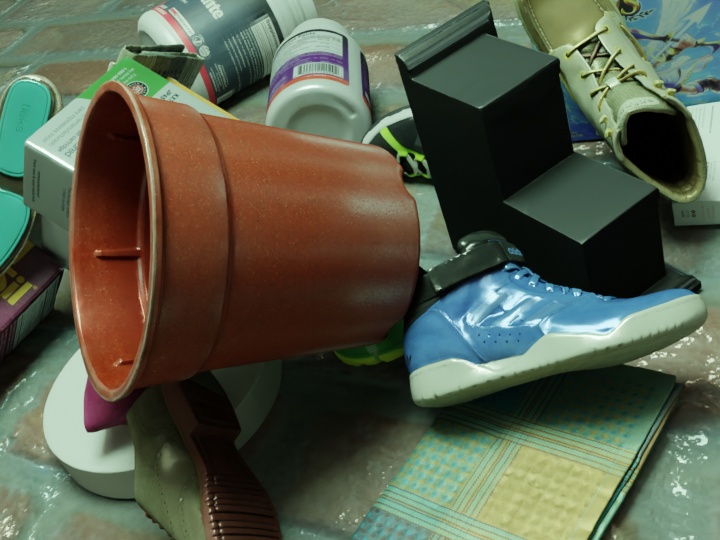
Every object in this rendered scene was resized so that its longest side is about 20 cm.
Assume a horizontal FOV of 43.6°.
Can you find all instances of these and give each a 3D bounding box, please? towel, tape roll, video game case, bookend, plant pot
[{"bbox_3d":[-0.246,-0.147,0.931,0.200,0.035,0.193,-57,-4,16],"label":"towel"},{"bbox_3d":[-0.164,0.096,0.749,0.202,0.037,0.203,-14,38,11],"label":"tape roll"},{"bbox_3d":[0.104,0.129,0.594,0.146,0.022,0.200,15,52,39],"label":"towel"},{"bbox_3d":[0.253,-0.205,0.795,0.200,0.182,0.045,-2,41,24],"label":"video game case"},{"bbox_3d":[0.140,-0.075,0.678,0.092,0.200,0.199,-34,38,-16],"label":"bookend"},{"bbox_3d":[-0.078,-0.018,0.616,0.195,0.201,0.201,0,27,-31],"label":"plant pot"}]

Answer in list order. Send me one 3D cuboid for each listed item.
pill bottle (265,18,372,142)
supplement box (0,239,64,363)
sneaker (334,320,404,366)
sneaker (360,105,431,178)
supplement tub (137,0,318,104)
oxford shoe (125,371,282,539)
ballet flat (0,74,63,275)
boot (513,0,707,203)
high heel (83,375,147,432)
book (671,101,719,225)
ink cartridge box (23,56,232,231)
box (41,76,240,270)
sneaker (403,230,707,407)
[{"bbox_3d":[-0.045,-0.199,0.990,0.111,0.112,0.200,-14,37,10],"label":"pill bottle"},{"bbox_3d":[-0.389,0.045,0.819,0.200,0.131,0.103,-55,5,-35],"label":"supplement box"},{"bbox_3d":[0.000,0.000,0.747,0.074,0.084,0.200,-15,39,8],"label":"sneaker"},{"bbox_3d":[0.086,-0.114,0.854,0.200,0.072,0.083,-12,55,25],"label":"sneaker"},{"bbox_3d":[-0.168,-0.304,1.152,0.200,0.141,0.140,-34,39,-16],"label":"supplement tub"},{"bbox_3d":[-0.109,0.161,0.612,0.075,0.070,0.200,-36,52,16],"label":"oxford shoe"},{"bbox_3d":[-0.312,-0.075,0.805,0.200,0.068,0.067,-66,10,0],"label":"ballet flat"},{"bbox_3d":[0.198,-0.153,0.712,0.072,0.200,0.155,-34,20,19],"label":"boot"},{"bbox_3d":[-0.214,0.056,0.741,0.096,0.067,0.200,-35,45,-17],"label":"high heel"},{"bbox_3d":[0.361,-0.093,0.721,0.200,0.048,0.134,0,43,28],"label":"book"},{"bbox_3d":[-0.163,-0.073,0.777,0.200,0.083,0.147,31,50,3],"label":"ink cartridge box"},{"bbox_3d":[-0.199,-0.075,0.882,0.124,0.098,0.200,31,53,3],"label":"box"},{"bbox_3d":[0.118,0.016,0.604,0.200,0.077,0.111,-19,71,22],"label":"sneaker"}]
